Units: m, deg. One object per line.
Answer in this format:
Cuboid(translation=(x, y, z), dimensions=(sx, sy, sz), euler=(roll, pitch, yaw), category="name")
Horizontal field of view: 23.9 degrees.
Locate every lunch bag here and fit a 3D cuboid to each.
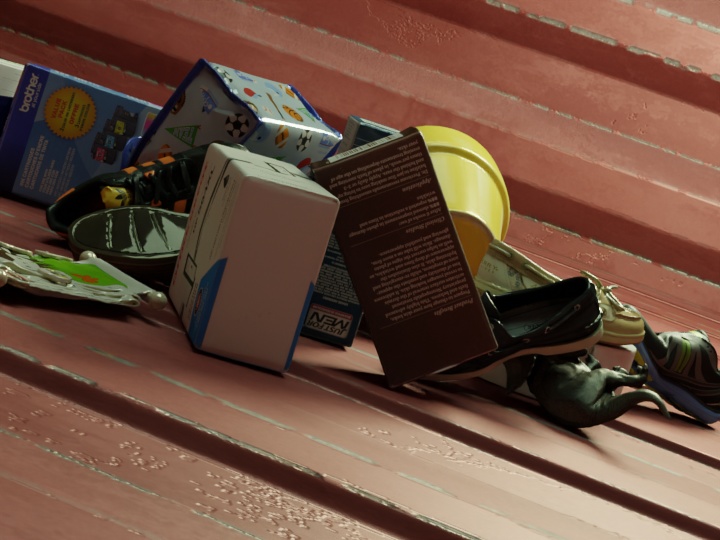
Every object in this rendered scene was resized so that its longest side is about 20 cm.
Cuboid(translation=(-0.147, -0.103, 1.736), dimensions=(0.124, 0.200, 0.170), euler=(47, 21, 26), category="lunch bag")

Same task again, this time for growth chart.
Cuboid(translation=(-0.252, -0.002, 1.340), dimensions=(0.144, 0.018, 0.200), euler=(25, 8, 38), category="growth chart")

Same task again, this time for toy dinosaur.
Cuboid(translation=(0.200, 0.109, 1.570), dimensions=(0.200, 0.102, 0.077), euler=(38, -27, 35), category="toy dinosaur")

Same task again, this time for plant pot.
Cuboid(translation=(0.094, -0.054, 2.093), dimensions=(0.200, 0.201, 0.189), euler=(17, 22, -14), category="plant pot")

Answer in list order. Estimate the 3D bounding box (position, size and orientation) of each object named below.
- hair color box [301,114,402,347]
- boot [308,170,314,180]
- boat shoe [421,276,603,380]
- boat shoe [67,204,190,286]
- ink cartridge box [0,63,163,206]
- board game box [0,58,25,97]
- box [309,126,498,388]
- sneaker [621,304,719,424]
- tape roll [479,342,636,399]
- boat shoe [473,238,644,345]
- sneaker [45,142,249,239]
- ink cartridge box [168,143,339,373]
Cuboid(translation=(-0.009, -0.038, 1.582), dimensions=(0.060, 0.201, 0.100), euler=(18, 7, -8), category="hair color box")
Cuboid(translation=(0.006, -0.041, 1.740), dimensions=(0.174, 0.069, 0.200), euler=(51, -24, -17), category="boot")
Cuboid(translation=(0.125, 0.046, 1.538), dimensions=(0.199, 0.066, 0.075), euler=(-8, 37, -7), category="boat shoe")
Cuboid(translation=(-0.165, -0.013, 1.539), dimensions=(0.199, 0.068, 0.072), euler=(0, 47, -14), category="boat shoe")
Cuboid(translation=(-0.306, -0.133, 1.782), dimensions=(0.199, 0.137, 0.076), euler=(18, 2, -11), category="ink cartridge box")
Cuboid(translation=(-0.348, -0.152, 1.857), dimensions=(0.200, 0.127, 0.035), euler=(14, 9, -37), category="board game box")
Cuboid(translation=(0.036, -0.013, 1.450), dimensions=(0.100, 0.201, 0.075), euler=(-19, 8, -1), category="box")
Cuboid(translation=(0.332, 0.089, 1.830), dimensions=(0.199, 0.083, 0.071), euler=(37, -9, -31), category="sneaker")
Cuboid(translation=(0.176, 0.078, 1.728), dimensions=(0.202, 0.071, 0.202), euler=(20, 6, -2), category="tape roll")
Cuboid(translation=(0.200, 0.025, 1.647), dimensions=(0.199, 0.063, 0.073), euler=(16, 7, -30), category="boat shoe")
Cuboid(translation=(-0.195, -0.066, 1.566), dimensions=(0.199, 0.070, 0.090), euler=(-17, -3, 17), category="sneaker")
Cuboid(translation=(-0.093, -0.016, 1.406), dimensions=(0.084, 0.147, 0.200), euler=(14, 7, -16), category="ink cartridge box")
